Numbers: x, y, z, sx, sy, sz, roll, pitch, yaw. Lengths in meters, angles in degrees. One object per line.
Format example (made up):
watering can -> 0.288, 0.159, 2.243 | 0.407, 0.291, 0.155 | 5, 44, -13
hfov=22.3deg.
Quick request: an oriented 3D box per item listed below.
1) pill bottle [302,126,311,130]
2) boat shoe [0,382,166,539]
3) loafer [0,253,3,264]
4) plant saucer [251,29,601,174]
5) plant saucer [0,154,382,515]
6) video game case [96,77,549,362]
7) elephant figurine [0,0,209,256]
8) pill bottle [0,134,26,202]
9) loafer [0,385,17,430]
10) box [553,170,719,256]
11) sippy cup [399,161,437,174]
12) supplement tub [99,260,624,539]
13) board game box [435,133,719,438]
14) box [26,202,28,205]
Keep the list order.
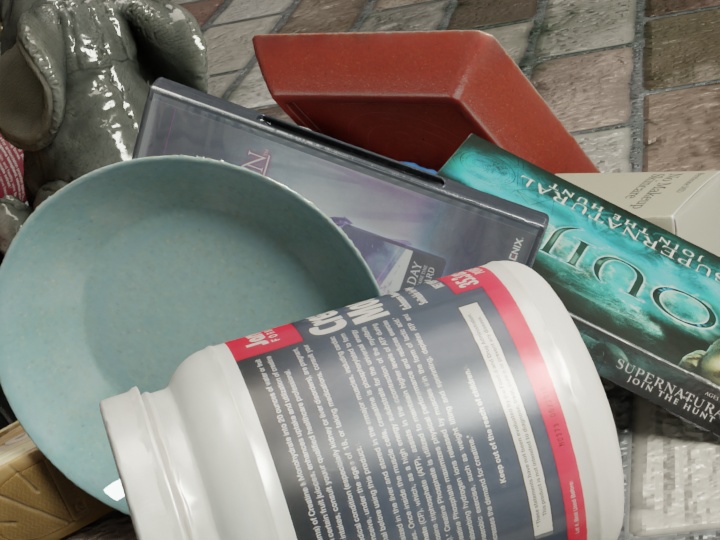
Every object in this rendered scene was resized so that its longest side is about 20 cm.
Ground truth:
pill bottle -> -0.106, -0.053, 1.247 | 0.113, 0.113, 0.200 | -27, 19, -34
boat shoe -> -0.118, 0.081, 0.972 | 0.200, 0.074, 0.069 | -19, 27, -14
loafer -> -0.239, 0.012, 1.236 | 0.073, 0.071, 0.200 | -19, 21, -16
plant saucer -> 0.047, -0.081, 1.187 | 0.200, 0.200, 0.037 | 5, 61, 41
plant saucer -> -0.079, 0.033, 0.889 | 0.201, 0.201, 0.039 | -8, 22, 14
video game case -> -0.024, 0.002, 0.898 | 0.200, 0.143, 0.019 | 19, 28, 1
elephant figurine -> -0.157, -0.105, 1.017 | 0.155, 0.200, 0.142 | -3, 19, 14
pill bottle -> -0.276, -0.082, 1.263 | 0.109, 0.110, 0.200 | 7, 41, 43
loafer -> -0.245, 0.101, 1.002 | 0.073, 0.072, 0.200 | 42, 41, 16
box -> 0.116, -0.016, 1.091 | 0.200, 0.068, 0.082 | 0, 22, 33
sippy cup -> 0.000, 0.000, 1.036 | 0.178, 0.140, 0.130 | 40, 34, 10
supplement tub -> 0.000, 0.086, 0.788 | 0.200, 0.141, 0.140 | -16, 20, -10
board game box -> 0.121, 0.005, 0.948 | 0.200, 0.028, 0.135 | 26, 31, 8
box -> -0.341, -0.070, 1.354 | 0.105, 0.184, 0.200 | 7, 28, 41
